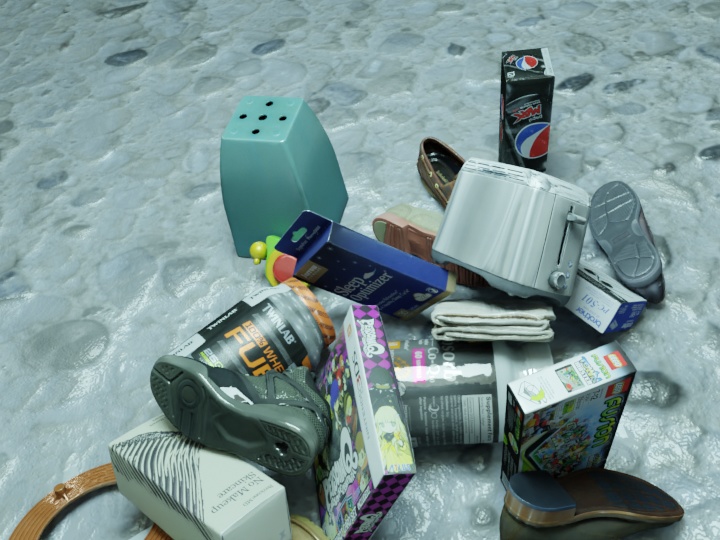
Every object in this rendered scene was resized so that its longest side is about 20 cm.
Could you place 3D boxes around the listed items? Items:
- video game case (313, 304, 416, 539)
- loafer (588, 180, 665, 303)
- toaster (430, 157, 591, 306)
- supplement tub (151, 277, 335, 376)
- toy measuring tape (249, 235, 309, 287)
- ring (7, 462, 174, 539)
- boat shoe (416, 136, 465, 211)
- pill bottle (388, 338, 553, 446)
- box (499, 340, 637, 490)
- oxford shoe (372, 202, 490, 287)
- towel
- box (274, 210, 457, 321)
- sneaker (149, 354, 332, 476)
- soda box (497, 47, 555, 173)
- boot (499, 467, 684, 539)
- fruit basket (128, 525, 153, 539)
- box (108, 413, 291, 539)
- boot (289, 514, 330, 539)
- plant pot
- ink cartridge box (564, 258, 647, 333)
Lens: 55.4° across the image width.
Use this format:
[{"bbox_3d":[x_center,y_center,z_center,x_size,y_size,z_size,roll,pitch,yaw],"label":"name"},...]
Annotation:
[{"bbox_3d":[-0.008,0.168,0.693,0.035,0.201,0.183,4,47,-18],"label":"video game case"},{"bbox_3d":[0.349,-0.037,0.896,0.071,0.063,0.201,-27,34,24],"label":"loafer"},{"bbox_3d":[0.167,-0.049,0.780,0.112,0.131,0.199,13,8,-33],"label":"toaster"},{"bbox_3d":[-0.133,0.104,0.814,0.199,0.123,0.122,-38,54,-20],"label":"supplement tub"},{"bbox_3d":[-0.059,0.010,0.928,0.197,0.074,0.074,19,54,2],"label":"toy measuring tape"},{"bbox_3d":[-0.280,0.268,0.725,0.197,0.019,0.201,-8,27,4],"label":"ring"},{"bbox_3d":[0.142,-0.116,0.982,0.070,0.071,0.200,-29,53,-16],"label":"boat shoe"},{"bbox_3d":[0.108,0.131,0.753,0.197,0.117,0.118,-5,50,6],"label":"pill bottle"},{"bbox_3d":[0.193,0.155,0.663,0.109,0.201,0.035,-19,50,-6],"label":"box"},{"bbox_3d":[0.112,-0.045,0.929,0.199,0.071,0.074,29,53,26],"label":"oxford shoe"},{"bbox_3d":[0.147,0.052,0.781,0.130,0.200,0.035,1,92,7],"label":"towel"},{"bbox_3d":[0.000,0.000,0.817,0.198,0.121,0.033,23,62,-17],"label":"box"},{"bbox_3d":[-0.117,0.135,0.714,0.197,0.077,0.114,17,16,16],"label":"sneaker"},{"bbox_3d":[0.226,-0.200,0.949,0.062,0.201,0.071,-4,50,7],"label":"soda box"},{"bbox_3d":[0.219,0.254,0.675,0.197,0.098,0.075,9,19,-17],"label":"boot"},{"bbox_3d":[-0.218,0.344,0.653,0.184,0.094,0.200,-27,48,-12],"label":"fruit basket"},{"bbox_3d":[-0.163,0.219,0.684,0.198,0.069,0.082,16,31,39],"label":"box"},{"bbox_3d":[-0.087,0.321,0.602,0.198,0.067,0.175,-11,41,-44],"label":"boot"},{"bbox_3d":[-0.111,-0.132,0.953,0.139,0.201,0.143,6,52,14],"label":"plant pot"},{"bbox_3d":[0.245,0.001,0.852,0.093,0.045,0.200,1,31,-49],"label":"ink cartridge box"}]
